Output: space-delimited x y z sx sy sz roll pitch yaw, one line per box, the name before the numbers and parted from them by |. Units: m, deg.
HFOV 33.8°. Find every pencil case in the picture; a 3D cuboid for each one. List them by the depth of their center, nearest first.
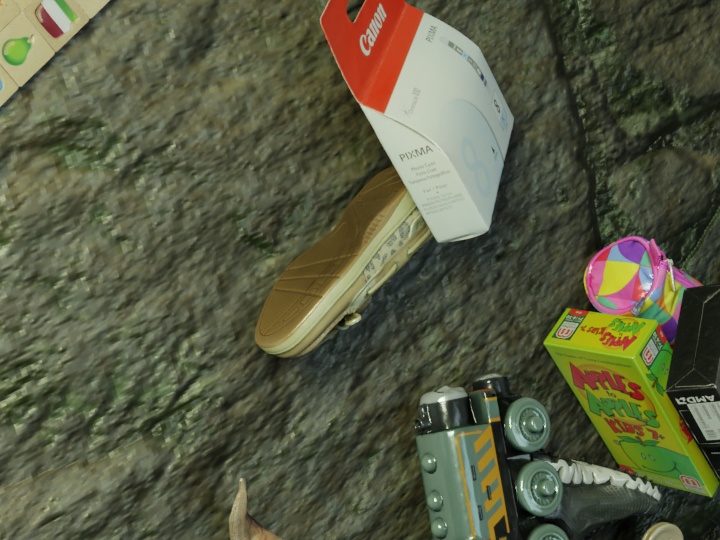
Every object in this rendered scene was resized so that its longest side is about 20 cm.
pencil case | 0.300 0.039 1.145 0.200 0.088 0.089 31 74 -42

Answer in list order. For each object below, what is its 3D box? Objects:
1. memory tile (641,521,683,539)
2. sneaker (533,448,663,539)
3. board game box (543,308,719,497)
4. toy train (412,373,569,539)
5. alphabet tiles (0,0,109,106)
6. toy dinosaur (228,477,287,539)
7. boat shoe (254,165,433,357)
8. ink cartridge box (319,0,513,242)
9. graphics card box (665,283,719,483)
memory tile | 0.277 0.360 1.175 0.200 0.017 0.153 -48 118 -13
sneaker | 0.202 0.219 1.096 0.200 0.066 0.091 19 85 -37
board game box | 0.262 0.125 1.112 0.048 0.102 0.200 -51 124 -24
toy train | 0.104 0.187 0.975 0.114 0.085 0.200 -4 81 -33
alphabet tiles | -0.234 -0.217 0.700 0.167 0.008 0.200 -52 124 -25
toy dinosaur | -0.059 0.243 0.858 0.135 0.086 0.200 -12 86 -51
boat shoe | 0.000 0.000 0.885 0.200 0.073 0.063 -49 121 -28
ink cartridge box | 0.050 -0.145 0.890 0.200 0.047 0.160 60 31 -30
graphics card box | 0.346 0.122 1.091 0.200 0.051 0.126 53 44 -32
